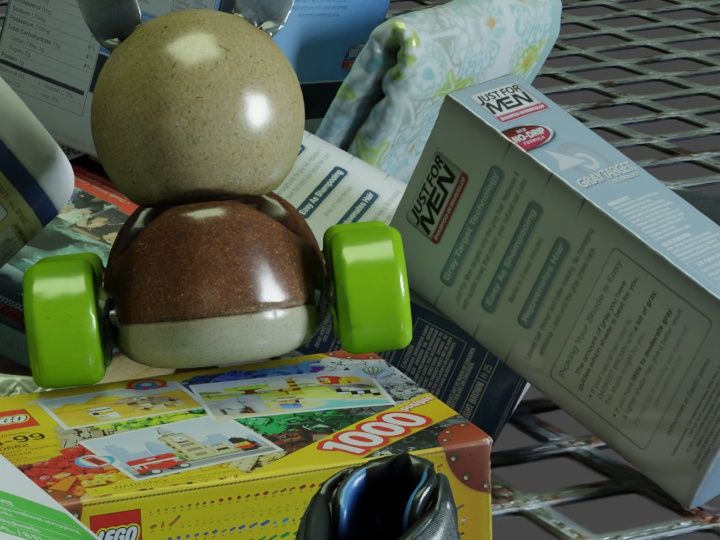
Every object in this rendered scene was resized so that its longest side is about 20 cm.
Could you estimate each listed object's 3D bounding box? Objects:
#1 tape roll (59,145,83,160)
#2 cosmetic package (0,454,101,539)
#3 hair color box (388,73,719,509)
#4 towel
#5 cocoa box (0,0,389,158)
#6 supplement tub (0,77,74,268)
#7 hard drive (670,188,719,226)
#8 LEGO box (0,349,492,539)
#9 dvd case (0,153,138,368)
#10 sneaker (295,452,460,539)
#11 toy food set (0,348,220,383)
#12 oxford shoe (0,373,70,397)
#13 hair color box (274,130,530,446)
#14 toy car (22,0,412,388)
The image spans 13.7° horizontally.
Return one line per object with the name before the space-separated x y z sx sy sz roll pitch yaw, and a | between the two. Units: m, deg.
tape roll | -0.153 -0.021 1.708 0.199 0.085 0.200 -2 15 1
cosmetic package | -0.185 0.096 1.127 0.200 0.085 0.107 35 8 41
hair color box | 0.110 0.007 1.386 0.200 0.099 0.061 38 33 22
towel | 0.024 -0.068 1.677 0.048 0.200 0.171 37 29 15
cocoa box | -0.089 -0.131 1.643 0.133 0.132 0.200 21 14 24
supplement tub | -0.247 -0.022 1.393 0.200 0.144 0.144 -44 26 -9
hard drive | 0.186 -0.012 1.714 0.200 0.042 0.135 8 18 33
LEGO box | -0.062 0.099 1.260 0.199 0.077 0.149 -7 16 -20
dvd case | -0.139 -0.009 1.518 0.146 0.022 0.200 23 29 30
sneaker | 0.030 0.114 1.124 0.073 0.112 0.200 5 16 20
toy food set | -0.185 0.053 1.502 0.198 0.049 0.200 10 19 38
oxford shoe | -0.187 0.089 1.346 0.199 0.075 0.058 -2 -21 -9
hair color box | 0.000 0.000 1.479 0.200 0.061 0.100 28 31 7
toy car | -0.071 -0.058 1.326 0.164 0.201 0.158 -6 3 -3
